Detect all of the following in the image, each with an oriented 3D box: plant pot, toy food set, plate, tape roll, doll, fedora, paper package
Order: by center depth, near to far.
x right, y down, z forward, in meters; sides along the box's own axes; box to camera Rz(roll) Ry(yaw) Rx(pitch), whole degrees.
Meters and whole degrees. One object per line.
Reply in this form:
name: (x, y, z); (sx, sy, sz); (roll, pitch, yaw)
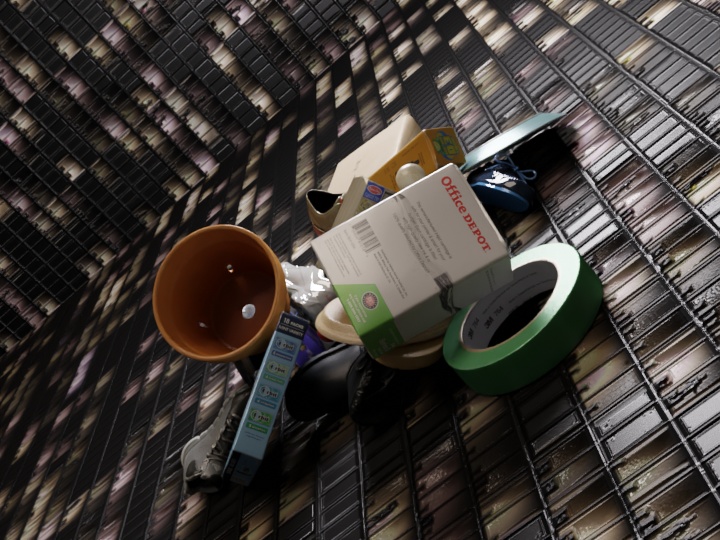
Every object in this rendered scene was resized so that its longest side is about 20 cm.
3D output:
tape roll: (0.187, 0.055, 1.211); (0.200, 0.048, 0.201); (-38, 20, 17)
toy food set: (0.041, 0.068, 1.339); (0.199, 0.049, 0.198); (5, 19, 30)
doll: (0.098, -0.048, 1.364); (0.048, 0.201, 0.136); (-32, 15, -15)
plant pot: (-0.189, 0.047, 1.544); (0.200, 0.200, 0.140); (-42, -22, 3)
plate: (0.224, -0.199, 1.586); (0.199, 0.026, 0.200); (-30, 0, 0)
fedora: (-0.181, 0.094, 1.712); (0.091, 0.202, 0.201); (-25, 19, -4)
paper package: (0.036, -0.163, 1.886); (0.190, 0.104, 0.200); (-34, 21, 28)

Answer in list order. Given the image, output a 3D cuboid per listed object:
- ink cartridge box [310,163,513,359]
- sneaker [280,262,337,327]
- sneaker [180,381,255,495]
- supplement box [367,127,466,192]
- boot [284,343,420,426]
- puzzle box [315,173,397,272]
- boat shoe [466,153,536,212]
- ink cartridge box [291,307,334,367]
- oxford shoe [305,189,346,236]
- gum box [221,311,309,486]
ink cartridge box: (0.063, -0.012, 1.232); (0.199, 0.084, 0.146); (-29, 63, 0)
sneaker: (-0.073, 0.023, 1.654); (0.099, 0.078, 0.200); (-39, 30, -7)
sneaker: (-0.194, 0.263, 1.527); (0.200, 0.075, 0.116); (-48, 21, 20)
supplement box: (0.078, -0.148, 1.609); (0.068, 0.067, 0.200); (-11, -14, -33)
boot: (-0.016, 0.157, 1.359); (0.199, 0.077, 0.168); (-35, 16, 6)
puzzle box: (0.027, -0.044, 1.400); (0.025, 0.200, 0.134); (25, 95, 33)
boat shoe: (0.204, -0.137, 1.520); (0.069, 0.084, 0.200); (-54, 22, -1)
ink cartridge box: (-0.057, 0.062, 1.697); (0.200, 0.043, 0.198); (-47, 20, -7)
oxford shoe: (-0.011, -0.072, 1.540); (0.199, 0.075, 0.071); (16, 57, 40)
gum box: (-0.132, 0.180, 1.423); (0.170, 0.044, 0.201); (118, 171, -64)
